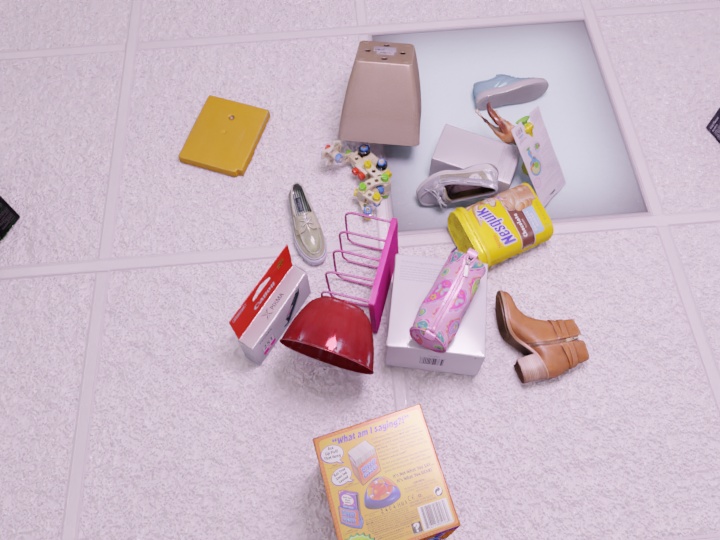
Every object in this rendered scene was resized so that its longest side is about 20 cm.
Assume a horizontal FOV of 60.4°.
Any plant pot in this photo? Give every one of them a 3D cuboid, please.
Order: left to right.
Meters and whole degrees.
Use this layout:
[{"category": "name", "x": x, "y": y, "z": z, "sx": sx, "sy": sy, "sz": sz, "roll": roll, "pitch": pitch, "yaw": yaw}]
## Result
[{"category": "plant pot", "x": 0.054, "y": -0.431, "z": 1.471, "sx": 0.193, "sy": 0.181, "sz": 0.203, "roll": 5, "pitch": 39, "yaw": 4}]

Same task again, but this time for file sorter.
[{"category": "file sorter", "x": 0.000, "y": 0.000, "z": 1.315, "sx": 0.122, "sy": 0.140, "sz": 0.205, "roll": 12, "pitch": 64, "yaw": 10}]

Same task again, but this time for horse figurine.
[{"category": "horse figurine", "x": 0.349, "y": -0.342, "z": 1.482, "sx": 0.050, "sy": 0.198, "sz": 0.133, "roll": -48, "pitch": 65, "yaw": 21}]

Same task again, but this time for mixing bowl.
[{"category": "mixing bowl", "x": -0.050, "y": 0.119, "z": 1.210, "sx": 0.195, "sy": 0.201, "sz": 0.111, "roll": 17, "pitch": 75, "yaw": 9}]

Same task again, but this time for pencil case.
[{"category": "pencil case", "x": 0.168, "y": 0.055, "z": 1.177, "sx": 0.086, "sy": 0.088, "sz": 0.202, "roll": 27, "pitch": 67, "yaw": 14}]

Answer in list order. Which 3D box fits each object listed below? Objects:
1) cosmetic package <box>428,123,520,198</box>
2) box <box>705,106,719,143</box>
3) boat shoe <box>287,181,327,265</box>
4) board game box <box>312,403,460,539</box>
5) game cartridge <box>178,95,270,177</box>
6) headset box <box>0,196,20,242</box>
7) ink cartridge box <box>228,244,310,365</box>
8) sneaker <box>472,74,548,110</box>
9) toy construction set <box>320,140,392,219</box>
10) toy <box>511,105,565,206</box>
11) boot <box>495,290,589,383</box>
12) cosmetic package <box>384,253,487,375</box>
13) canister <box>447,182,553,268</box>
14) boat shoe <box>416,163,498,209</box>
[{"category": "cosmetic package", "x": 0.271, "y": -0.256, "z": 1.471, "sx": 0.195, "sy": 0.082, "sz": 0.115, "roll": 21, "pitch": 65, "yaw": 13}, {"category": "box", "x": 0.987, "y": -0.346, "z": 1.491, "sx": 0.195, "sy": 0.105, "sz": 0.185, "roll": -22, "pitch": 63, "yaw": -10}, {"category": "boat shoe", "x": -0.129, "y": -0.109, "z": 1.412, "sx": 0.070, "sy": 0.062, "sz": 0.204, "roll": -19, "pitch": 65, "yaw": -9}, {"category": "board game box", "x": 0.040, "y": 0.385, "z": 1.083, "sx": 0.194, "sy": 0.201, "sz": 0.204, "roll": -15, "pitch": 63, "yaw": -7}, {"category": "game cartridge", "x": -0.339, "y": -0.337, "z": 1.552, "sx": 0.171, "sy": 0.033, "sz": 0.205, "roll": 16, "pitch": 67, "yaw": 9}, {"category": "headset box", "x": -0.927, "y": -0.116, "z": 1.412, "sx": 0.195, "sy": 0.093, "sz": 0.177, "roll": 23, "pitch": 66, "yaw": 12}, {"category": "ink cartridge box", "x": -0.177, "y": 0.073, "z": 1.259, "sx": 0.043, "sy": 0.175, "sz": 0.202, "roll": 28, "pitch": 67, "yaw": 15}, {"category": "sneaker", "x": 0.381, "y": -0.476, "z": 1.583, "sx": 0.194, "sy": 0.074, "sz": 0.084, "roll": -11, "pitch": 66, "yaw": -5}, {"category": "toy construction set", "x": -0.002, "y": -0.229, "z": 1.462, "sx": 0.130, "sy": 0.092, "sz": 0.201, "roll": -39, "pitch": 80, "yaw": -17}, {"category": "toy", "x": 0.404, "y": -0.261, "z": 1.439, "sx": 0.115, "sy": 0.203, "sz": 0.047, "roll": -40, "pitch": 27, "yaw": -28}, {"category": "boot", "x": 0.373, "y": 0.120, "z": 1.280, "sx": 0.151, "sy": 0.077, "sz": 0.205, "roll": -16, "pitch": 67, "yaw": -5}, {"category": "cosmetic package", "x": 0.155, "y": 0.091, "z": 1.273, "sx": 0.193, "sy": 0.124, "sz": 0.205, "roll": 6, "pitch": 64, "yaw": 4}, {"category": "canister", "x": 0.313, "y": -0.097, "z": 1.384, "sx": 0.195, "sy": 0.087, "sz": 0.151, "roll": -23, "pitch": 71, "yaw": -12}, {"category": "boat shoe", "x": 0.218, "y": -0.184, "z": 1.406, "sx": 0.197, "sy": 0.075, "sz": 0.066, "roll": -10, "pitch": 50, "yaw": 24}]
